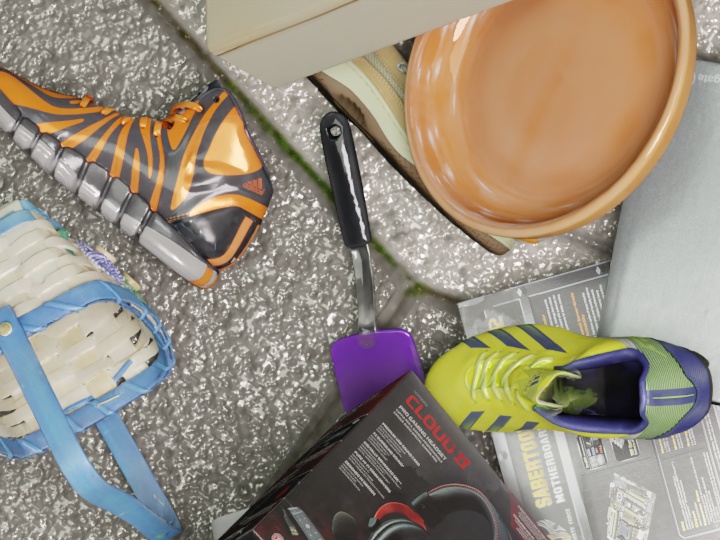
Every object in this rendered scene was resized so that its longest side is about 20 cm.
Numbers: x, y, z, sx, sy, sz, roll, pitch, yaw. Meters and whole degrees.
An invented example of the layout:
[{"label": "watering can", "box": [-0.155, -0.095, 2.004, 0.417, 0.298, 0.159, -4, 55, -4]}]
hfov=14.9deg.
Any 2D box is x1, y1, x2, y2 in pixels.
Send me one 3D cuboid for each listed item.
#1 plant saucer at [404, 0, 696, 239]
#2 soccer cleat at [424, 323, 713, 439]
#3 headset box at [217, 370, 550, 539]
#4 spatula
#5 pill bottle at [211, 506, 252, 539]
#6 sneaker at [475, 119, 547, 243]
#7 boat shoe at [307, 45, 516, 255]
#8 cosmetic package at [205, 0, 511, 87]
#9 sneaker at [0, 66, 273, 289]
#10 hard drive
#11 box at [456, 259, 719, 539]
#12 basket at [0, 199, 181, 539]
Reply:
[{"label": "plant saucer", "box": [0.114, -0.113, 1.598, 0.200, 0.037, 0.200, -12, 70, 37]}, {"label": "soccer cleat", "box": [0.108, 0.065, 1.584, 0.200, 0.084, 0.065, 0, 92, 41]}, {"label": "headset box", "box": [0.016, 0.164, 1.579, 0.149, 0.200, 0.075, 51, 133, -3]}, {"label": "spatula", "box": [0.000, 0.000, 1.703, 0.056, 0.021, 0.200, -11, 89, 15]}, {"label": "pill bottle", "box": [-0.022, 0.237, 1.649, 0.116, 0.116, 0.200, -15, 82, 8]}, {"label": "sneaker", "box": [0.129, -0.114, 1.644, 0.076, 0.092, 0.200, 21, 76, -22]}, {"label": "boat shoe", "box": [0.040, -0.099, 1.696, 0.076, 0.072, 0.200, -43, 79, -2]}, {"label": "cosmetic package", "box": [0.006, -0.192, 1.634, 0.200, 0.073, 0.104, -19, 62, 32]}, {"label": "sneaker", "box": [-0.140, -0.087, 1.730, 0.200, 0.078, 0.112, 38, 88, 1]}, {"label": "hard drive", "box": [0.222, -0.020, 1.624, 0.139, 0.033, 0.200, 10, 85, 12]}, {"label": "box", "box": [0.160, 0.095, 1.664, 0.158, 0.048, 0.200, -17, 81, 9]}, {"label": "basket", "box": [-0.182, 0.067, 1.664, 0.139, 0.176, 0.200, -28, 69, 3]}]
